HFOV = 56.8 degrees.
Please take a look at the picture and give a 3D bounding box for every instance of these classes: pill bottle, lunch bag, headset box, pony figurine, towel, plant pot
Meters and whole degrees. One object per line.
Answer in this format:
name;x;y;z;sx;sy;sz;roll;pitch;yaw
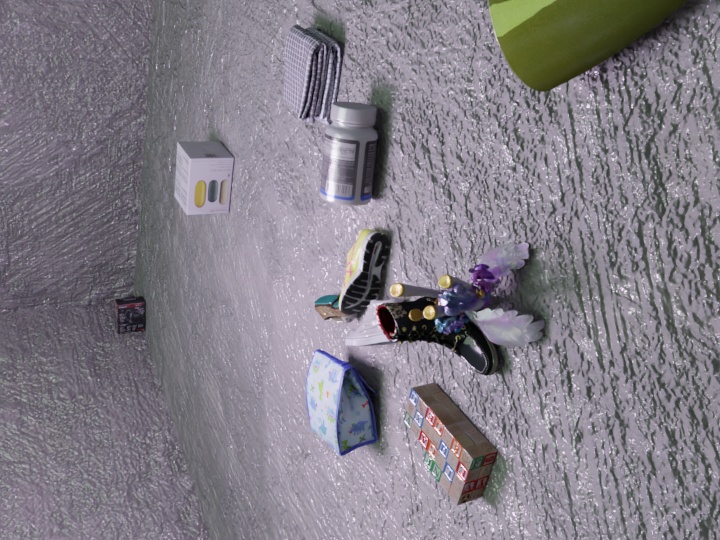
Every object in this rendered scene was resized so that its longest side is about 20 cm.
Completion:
pill bottle;-0.023;-0.247;1.406;0.114;0.113;0.202;36;126;52
lunch bag;-0.050;0.294;1.545;0.170;0.127;0.202;15;118;59
headset box;-1.242;0.231;3.590;0.077;0.148;0.202;39;129;50
pony figurine;0.177;0.043;1.073;0.192;0.199;0.168;-12;78;44
towel;-0.124;-0.460;1.572;0.166;0.085;0.201;46;134;48
plant pot;0.290;-0.340;0.808;0.199;0.186;0.189;-9;87;45

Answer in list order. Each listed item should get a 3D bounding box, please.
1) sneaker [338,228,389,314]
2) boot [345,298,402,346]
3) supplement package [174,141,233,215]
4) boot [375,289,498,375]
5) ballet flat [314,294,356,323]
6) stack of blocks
sneaker;0.000;0.000;1.450;0.090;0.078;0.201;43;114;56
boot;0.033;0.111;1.435;0.199;0.073;0.096;-17;74;52
supplement package;-0.527;-0.312;2.235;0.151;0.151;0.201;46;134;46
boot;0.131;0.117;1.166;0.204;0.153;0.074;54;139;41
ballet flat;-0.041;0.090;1.571;0.066;0.070;0.200;59;156;-13
stack of blocks;0.160;0.321;1.250;0.200;0.058;0.116;46;134;47
